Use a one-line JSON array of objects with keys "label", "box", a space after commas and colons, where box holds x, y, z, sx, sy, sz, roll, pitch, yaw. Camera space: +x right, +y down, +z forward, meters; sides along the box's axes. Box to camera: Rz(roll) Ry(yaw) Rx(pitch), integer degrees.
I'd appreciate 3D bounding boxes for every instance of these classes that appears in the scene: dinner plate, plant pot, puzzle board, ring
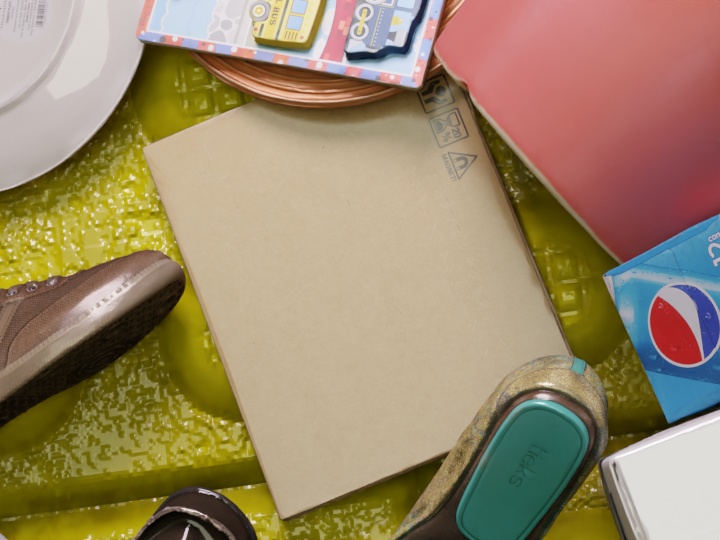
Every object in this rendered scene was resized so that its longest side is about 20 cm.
[{"label": "dinner plate", "box": [-0.202, -0.138, 0.918, 0.199, 0.024, 0.202, -1, 84, 13]}, {"label": "plant pot", "box": [0.142, -0.109, 0.811, 0.177, 0.200, 0.201, -42, 80, 10]}, {"label": "puzzle board", "box": [-0.017, -0.195, 0.889, 0.150, 0.017, 0.201, 11, 77, 15]}, {"label": "ring", "box": [-0.011, -0.175, 0.902, 0.199, 0.019, 0.202, -3, 74, 11]}]

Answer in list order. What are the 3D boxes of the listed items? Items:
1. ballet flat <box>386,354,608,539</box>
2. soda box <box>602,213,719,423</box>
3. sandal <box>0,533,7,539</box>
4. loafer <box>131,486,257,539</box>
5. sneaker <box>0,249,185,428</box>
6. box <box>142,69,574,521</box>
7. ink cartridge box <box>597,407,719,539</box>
[{"label": "ballet flat", "box": [0.053, 0.118, 0.836, 0.071, 0.071, 0.201, 37, 118, 10]}, {"label": "soda box", "box": [0.191, 0.006, 0.775, 0.064, 0.199, 0.068, -31, 78, 40]}, {"label": "sandal", "box": [-0.222, 0.221, 0.875, 0.082, 0.050, 0.203, 30, 74, -5]}, {"label": "loafer", "box": [-0.105, 0.199, 0.848, 0.073, 0.071, 0.201, 21, 86, 9]}, {"label": "sneaker", "box": [-0.183, 0.035, 0.881, 0.199, 0.070, 0.076, -34, 79, 1]}, {"label": "box", "box": [0.000, 0.000, 0.887, 0.163, 0.021, 0.201, -22, 80, 3]}, {"label": "ink cartridge box", "box": [0.182, 0.092, 0.762, 0.146, 0.200, 0.086, -21, 80, 3]}]
